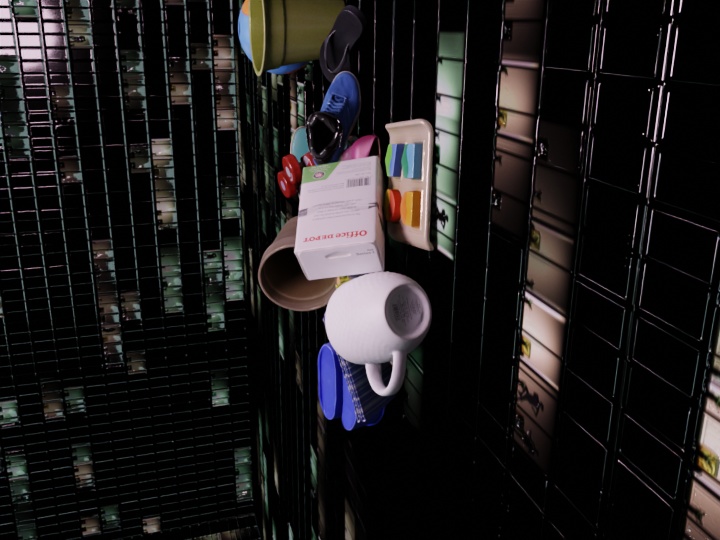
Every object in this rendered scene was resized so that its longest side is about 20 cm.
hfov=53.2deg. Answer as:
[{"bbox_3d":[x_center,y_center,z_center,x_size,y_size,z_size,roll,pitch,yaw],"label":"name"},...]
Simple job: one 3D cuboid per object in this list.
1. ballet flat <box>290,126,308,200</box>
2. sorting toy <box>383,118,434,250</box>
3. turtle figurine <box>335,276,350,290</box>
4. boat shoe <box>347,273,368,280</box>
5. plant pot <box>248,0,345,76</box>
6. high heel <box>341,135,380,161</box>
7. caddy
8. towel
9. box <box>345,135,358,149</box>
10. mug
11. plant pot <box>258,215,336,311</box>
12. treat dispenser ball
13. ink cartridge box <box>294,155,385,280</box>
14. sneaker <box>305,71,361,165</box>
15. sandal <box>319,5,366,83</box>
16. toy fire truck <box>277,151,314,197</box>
[{"bbox_3d":[-0.145,-0.267,1.864,0.069,0.068,0.206,-165,71,-72],"label":"ballet flat"},{"bbox_3d":[0.073,-0.142,1.190,0.185,0.035,0.206,-155,61,-71],"label":"sorting toy"},{"bbox_3d":[-0.034,0.033,1.555,0.161,0.062,0.206,110,157,-81],"label":"turtle figurine"},{"bbox_3d":[0.000,0.000,1.393,0.092,0.070,0.200,54,177,-12],"label":"boat shoe"},{"bbox_3d":[-0.130,-0.516,1.511,0.200,0.185,0.206,174,90,-73],"label":"plant pot"},{"bbox_3d":[0.018,-0.147,1.352,0.095,0.066,0.205,-16,91,50],"label":"high heel"},{"bbox_3d":[-0.010,0.226,1.476,0.140,0.103,0.206,16,112,47],"label":"caddy"},{"bbox_3d":[0.003,0.156,1.310,0.023,0.144,0.205,-16,94,33],"label":"towel"},{"bbox_3d":[-0.015,-0.164,1.489,0.110,0.034,0.205,-124,33,-59],"label":"box"},{"bbox_3d":[0.039,0.103,1.185,0.175,0.144,0.206,160,110,-64],"label":"mug"},{"bbox_3d":[-0.143,-0.035,1.742,0.176,0.194,0.204,-91,8,-50],"label":"plant pot"},{"bbox_3d":[-0.187,-0.565,1.677,0.200,0.195,0.207,175,90,-73],"label":"treat dispenser ball"},{"bbox_3d":[-0.031,-0.092,1.253,0.085,0.142,0.204,69,-161,-50],"label":"ink cartridge box"},{"bbox_3d":[-0.052,-0.300,1.391,0.111,0.075,0.205,39,-111,-80],"label":"sneaker"},{"bbox_3d":[-0.045,-0.443,1.429,0.043,0.075,0.201,-54,-3,-28],"label":"sandal"},{"bbox_3d":[-0.110,-0.193,1.708,0.171,0.110,0.200,63,160,9],"label":"toy fire truck"}]
